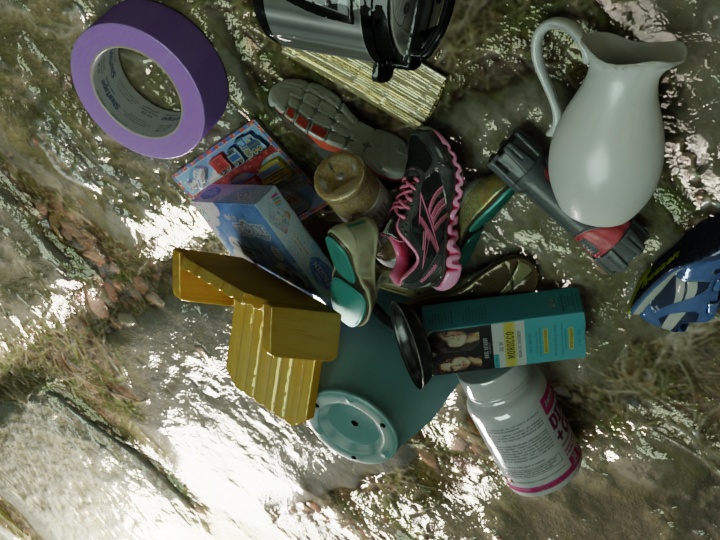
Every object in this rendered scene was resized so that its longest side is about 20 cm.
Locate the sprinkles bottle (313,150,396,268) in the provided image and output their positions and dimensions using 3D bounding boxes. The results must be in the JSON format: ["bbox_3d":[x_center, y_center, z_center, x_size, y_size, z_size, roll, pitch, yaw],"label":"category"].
[{"bbox_3d":[0.013,-0.072,1.545,0.068,0.068,0.200,7,159,27],"label":"sprinkles bottle"}]

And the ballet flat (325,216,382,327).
[{"bbox_3d":[0.000,0.000,1.541,0.069,0.070,0.200,22,152,13],"label":"ballet flat"}]

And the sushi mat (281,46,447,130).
[{"bbox_3d":[0.003,-0.243,1.501,0.200,0.012,0.096,30,137,5],"label":"sushi mat"}]

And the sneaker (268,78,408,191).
[{"bbox_3d":[-0.034,-0.155,1.561,0.200,0.077,0.082,34,145,1],"label":"sneaker"}]

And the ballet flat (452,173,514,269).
[{"bbox_3d":[0.129,-0.068,1.548,0.071,0.071,0.200,32,138,2],"label":"ballet flat"}]

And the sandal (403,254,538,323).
[{"bbox_3d":[0.139,0.033,1.630,0.200,0.054,0.080,-29,113,22],"label":"sandal"}]

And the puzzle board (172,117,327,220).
[{"bbox_3d":[-0.153,-0.109,1.720,0.151,0.017,0.200,48,137,-15],"label":"puzzle board"}]

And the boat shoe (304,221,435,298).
[{"bbox_3d":[0.007,-0.008,1.669,0.199,0.073,0.063,19,136,15],"label":"boat shoe"}]

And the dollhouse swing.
[{"bbox_3d":[-0.150,0.093,1.625,0.200,0.181,0.176,29,103,38],"label":"dollhouse swing"}]

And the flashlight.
[{"bbox_3d":[0.240,-0.083,1.458,0.200,0.068,0.068,42,109,-7],"label":"flashlight"}]

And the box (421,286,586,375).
[{"bbox_3d":[0.180,0.077,1.592,0.199,0.049,0.082,-8,131,4],"label":"box"}]

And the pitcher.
[{"bbox_3d":[0.248,-0.162,1.357,0.171,0.121,0.201,28,130,31],"label":"pitcher"}]

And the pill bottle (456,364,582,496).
[{"bbox_3d":[0.211,0.195,1.697,0.113,0.113,0.200,-8,124,37],"label":"pill bottle"}]

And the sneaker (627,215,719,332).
[{"bbox_3d":[0.388,0.007,1.447,0.082,0.074,0.200,34,146,-3],"label":"sneaker"}]

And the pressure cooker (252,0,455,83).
[{"bbox_3d":[0.007,-0.308,1.323,0.199,0.179,0.176,14,149,21],"label":"pressure cooker"}]

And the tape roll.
[{"bbox_3d":[-0.272,-0.245,1.634,0.199,0.066,0.201,17,136,17],"label":"tape roll"}]

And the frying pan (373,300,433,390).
[{"bbox_3d":[0.057,0.091,1.602,0.190,0.031,0.115,175,78,-81],"label":"frying pan"}]

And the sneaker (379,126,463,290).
[{"bbox_3d":[0.067,-0.070,1.508,0.079,0.095,0.201,13,109,60],"label":"sneaker"}]

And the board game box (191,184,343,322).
[{"bbox_3d":[-0.115,-0.025,1.677,0.199,0.043,0.200,55,158,-22],"label":"board game box"}]

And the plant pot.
[{"bbox_3d":[0.023,0.151,1.719,0.199,0.188,0.201,18,136,18],"label":"plant pot"}]
